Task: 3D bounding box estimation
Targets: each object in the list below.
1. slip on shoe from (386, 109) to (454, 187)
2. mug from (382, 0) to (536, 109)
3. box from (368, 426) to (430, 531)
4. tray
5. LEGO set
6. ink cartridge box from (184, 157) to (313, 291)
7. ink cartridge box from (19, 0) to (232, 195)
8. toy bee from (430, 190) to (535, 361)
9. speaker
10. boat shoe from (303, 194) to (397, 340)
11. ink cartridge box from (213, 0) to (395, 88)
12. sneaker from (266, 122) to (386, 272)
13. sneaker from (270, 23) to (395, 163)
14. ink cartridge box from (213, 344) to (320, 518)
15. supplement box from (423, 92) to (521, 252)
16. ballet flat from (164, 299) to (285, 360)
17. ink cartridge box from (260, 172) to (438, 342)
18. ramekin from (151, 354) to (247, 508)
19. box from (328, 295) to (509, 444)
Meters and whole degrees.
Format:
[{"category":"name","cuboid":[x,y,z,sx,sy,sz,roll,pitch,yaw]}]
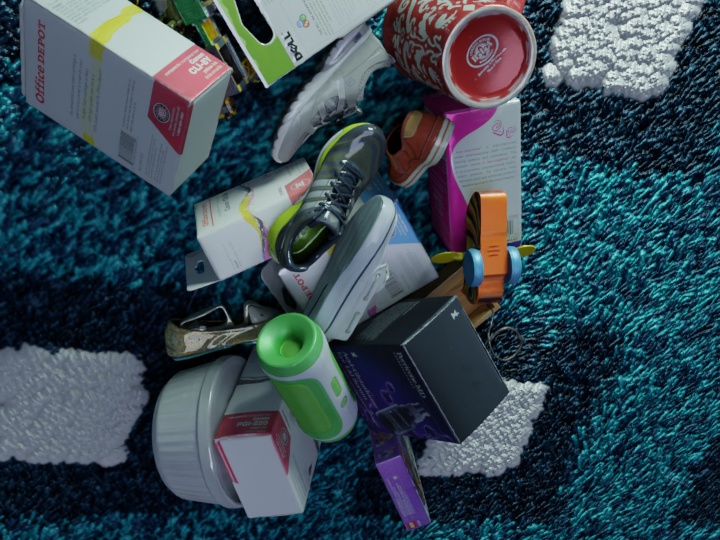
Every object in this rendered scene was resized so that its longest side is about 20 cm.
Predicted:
[{"category":"slip on shoe","cuboid":[0.060,-0.152,0.938,0.061,0.200,0.074,24,84,-6]},{"category":"mug","cuboid":[0.117,-0.283,0.874,0.132,0.200,0.179,6,114,-16]},{"category":"box","cuboid":[0.047,0.256,1.117,0.039,0.200,0.137,-20,118,4]},{"category":"tray","cuboid":[0.100,0.080,1.139,0.200,0.037,0.099,-40,118,8]},{"category":"LEGO set","cuboid":[-0.192,-0.277,0.872,0.153,0.116,0.201,-19,119,29]},{"category":"ink cartridge box","cuboid":[-0.142,-0.060,0.963,0.199,0.117,0.068,-25,118,-2]},{"category":"ink cartridge box","cuboid":[-0.253,-0.199,0.815,0.199,0.084,0.145,33,140,1]},{"category":"toy bee","cuboid":[0.150,0.001,0.975,0.130,0.109,0.201,17,86,-11]},{"category":"speaker","cuboid":[-0.062,0.137,0.939,0.088,0.089,0.200,-23,141,-2]},{"category":"boat shoe","cuboid":[0.000,0.000,0.918,0.066,0.074,0.200,20,122,-24]},{"category":"ink cartridge box","cuboid":[-0.072,-0.325,0.855,0.200,0.076,0.148,-37,119,-9]},{"category":"sneaker","cuboid":[-0.031,-0.076,0.874,0.074,0.081,0.201,28,101,-26]},{"category":"sneaker","cuboid":[-0.036,-0.207,0.938,0.082,0.075,0.200,36,102,-17]},{"category":"ink cartridge box","cuboid":[-0.114,0.211,1.047,0.084,0.200,0.146,-9,120,13]},{"category":"supplement box","cuboid":[0.149,-0.132,1.011,0.100,0.104,0.201,-10,119,-8]},{"category":"ballet flat","cuboid":[-0.171,0.075,1.055,0.199,0.071,0.071,-10,117,-10]},{"category":"ink cartridge box","cuboid":[-0.023,-0.014,1.010,0.199,0.125,0.129,-30,118,2]},{"category":"ramekin","cuboid":[-0.205,0.222,1.045,0.094,0.203,0.203,-8,119,14]},{"category":"box","cuboid":[0.064,0.123,0.973,0.104,0.200,0.149,-38,104,-29]}]
